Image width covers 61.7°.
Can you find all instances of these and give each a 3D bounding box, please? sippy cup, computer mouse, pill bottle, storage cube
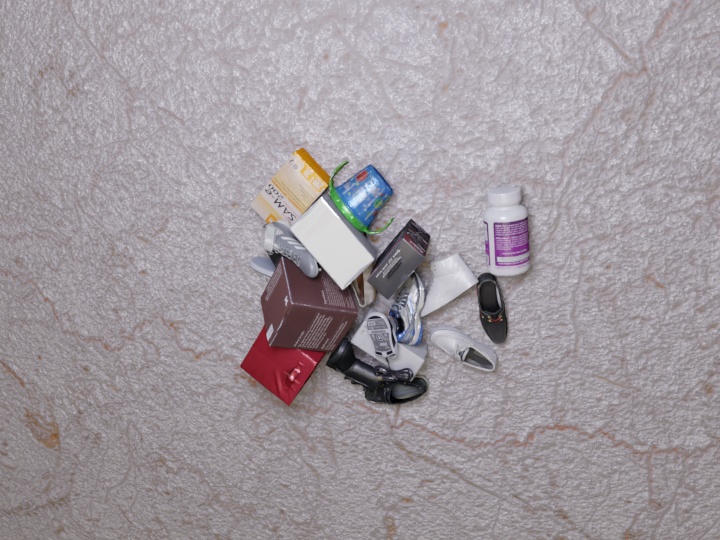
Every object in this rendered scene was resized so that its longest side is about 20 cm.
[{"bbox_3d":[0.010,-0.192,1.538,0.130,0.141,0.178,-40,123,11],"label":"sippy cup"},{"bbox_3d":[0.069,0.195,1.578,0.107,0.044,0.205,-4,109,28],"label":"computer mouse"},{"bbox_3d":[0.361,-0.099,1.494,0.109,0.113,0.205,-3,108,13],"label":"pill bottle"},{"bbox_3d":[-0.200,0.227,1.687,0.178,0.200,0.173,36,114,4],"label":"storage cube"}]

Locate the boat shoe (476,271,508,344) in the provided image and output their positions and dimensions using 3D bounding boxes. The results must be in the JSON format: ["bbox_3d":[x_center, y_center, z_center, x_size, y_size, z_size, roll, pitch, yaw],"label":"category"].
[{"bbox_3d":[0.348,0.107,1.595,0.072,0.063,0.206,-11,107,13],"label":"boat shoe"}]

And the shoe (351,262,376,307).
[{"bbox_3d":[0.000,0.000,1.594,0.069,0.053,0.205,1,113,36],"label":"shoe"}]

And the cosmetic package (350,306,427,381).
[{"bbox_3d":[0.084,0.200,1.659,0.198,0.113,0.082,35,112,1],"label":"cosmetic package"}]

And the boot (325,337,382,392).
[{"bbox_3d":[-0.008,0.267,1.669,0.160,0.074,0.199,30,155,0],"label":"boot"}]

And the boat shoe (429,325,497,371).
[{"bbox_3d":[0.280,0.219,1.644,0.197,0.066,0.073,28,113,2],"label":"boat shoe"}]

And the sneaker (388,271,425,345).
[{"bbox_3d":[0.120,0.096,1.597,0.083,0.077,0.206,2,85,-24],"label":"sneaker"}]

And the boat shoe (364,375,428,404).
[{"bbox_3d":[0.098,0.353,1.730,0.194,0.066,0.076,-8,107,15],"label":"boat shoe"}]

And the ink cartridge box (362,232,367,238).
[{"bbox_3d":[-0.071,-0.046,1.651,0.195,0.037,0.097,-8,107,17],"label":"ink cartridge box"}]

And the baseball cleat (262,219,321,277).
[{"bbox_3d":[-0.185,-0.048,1.521,0.201,0.104,0.071,50,140,34],"label":"baseball cleat"}]

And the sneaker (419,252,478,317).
[{"bbox_3d":[0.208,0.034,1.605,0.199,0.073,0.117,-37,81,28],"label":"sneaker"}]

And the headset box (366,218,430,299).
[{"bbox_3d":[0.099,-0.028,1.529,0.077,0.200,0.149,39,113,-3],"label":"headset box"}]

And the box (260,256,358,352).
[{"bbox_3d":[-0.136,0.093,1.582,0.196,0.167,0.167,11,131,-30],"label":"box"}]

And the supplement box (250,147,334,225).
[{"bbox_3d":[-0.182,-0.206,1.598,0.126,0.074,0.200,44,112,-4],"label":"supplement box"}]

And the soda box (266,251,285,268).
[{"bbox_3d":[-0.153,-0.082,1.611,0.199,0.063,0.071,-39,72,11],"label":"soda box"}]

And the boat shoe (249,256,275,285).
[{"bbox_3d":[-0.224,0.033,1.696,0.197,0.075,0.088,20,116,-5],"label":"boat shoe"}]

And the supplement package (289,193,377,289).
[{"bbox_3d":[-0.064,-0.074,1.503,0.117,0.117,0.201,-41,94,10],"label":"supplement package"}]
